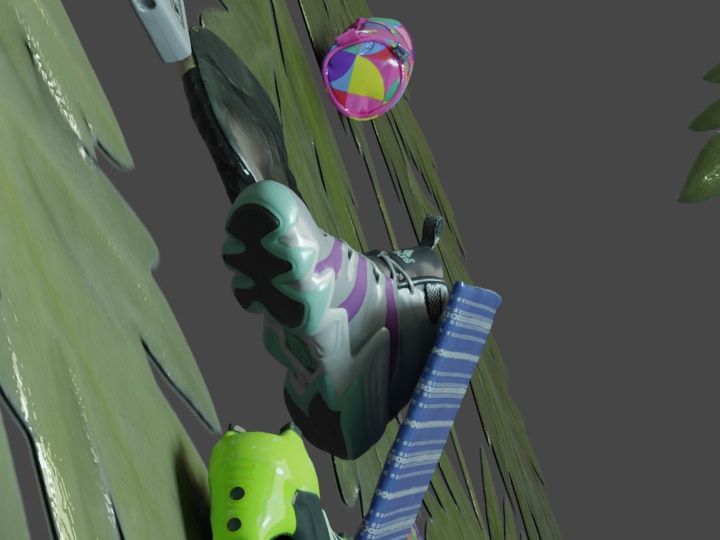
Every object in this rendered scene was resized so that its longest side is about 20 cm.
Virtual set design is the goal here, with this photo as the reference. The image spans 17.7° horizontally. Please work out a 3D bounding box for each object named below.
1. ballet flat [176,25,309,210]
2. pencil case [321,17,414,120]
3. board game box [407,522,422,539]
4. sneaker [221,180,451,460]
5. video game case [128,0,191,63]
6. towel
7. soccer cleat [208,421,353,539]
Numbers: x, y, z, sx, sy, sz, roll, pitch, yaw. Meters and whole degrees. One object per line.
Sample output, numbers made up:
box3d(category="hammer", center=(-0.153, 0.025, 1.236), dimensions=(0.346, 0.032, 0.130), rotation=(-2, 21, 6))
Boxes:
box3d(category="ballet flat", center=(-0.071, -0.055, 1.423), dimensions=(0.066, 0.057, 0.201), rotation=(-26, 93, -55))
box3d(category="pencil case", center=(0.009, -0.198, 2.206), dimensions=(0.200, 0.088, 0.089), rotation=(-75, 145, -80))
box3d(category="board game box", center=(0.069, 0.248, 1.664), dimensions=(0.200, 0.039, 0.159), rotation=(-85, 156, -72))
box3d(category="sneaker", center=(0.000, 0.000, 1.371), dimensions=(0.078, 0.140, 0.201), rotation=(25, -35, 39))
box3d(category="video game case", center=(-0.151, -0.250, 1.359), dimensions=(0.182, 0.022, 0.201), rotation=(63, 12, -50))
box3d(category="towel", center=(0.030, 0.101, 1.369), dimensions=(0.145, 0.024, 0.201), rotation=(12, 100, -80))
box3d(category="soccer cleat", center=(-0.030, 0.153, 1.122), dimensions=(0.200, 0.067, 0.081), rotation=(62, 29, -48))
